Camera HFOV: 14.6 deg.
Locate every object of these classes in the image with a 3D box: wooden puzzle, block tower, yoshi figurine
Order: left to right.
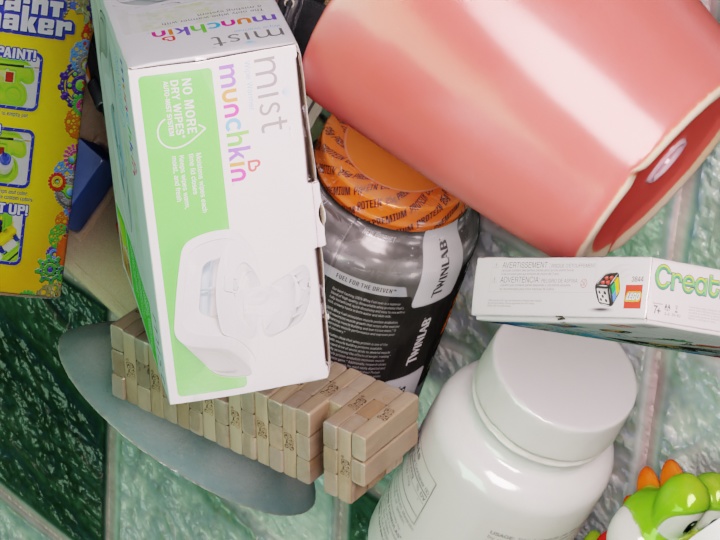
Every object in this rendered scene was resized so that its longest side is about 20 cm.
[{"bbox_3d":[-0.134,-0.067,1.819,0.200,0.046,0.185,42,102,32],"label":"wooden puzzle"},{"bbox_3d":[-0.063,0.073,1.676,0.200,0.058,0.054,23,129,30],"label":"block tower"},{"bbox_3d":[0.164,0.200,1.635,0.112,0.112,0.200,39,136,9],"label":"yoshi figurine"}]

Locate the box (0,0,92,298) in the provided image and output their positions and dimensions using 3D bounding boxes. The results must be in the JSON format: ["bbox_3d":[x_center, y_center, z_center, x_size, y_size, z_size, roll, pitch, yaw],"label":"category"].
[{"bbox_3d":[-0.264,-0.088,1.797,0.200,0.122,0.193,-169,85,-68],"label":"box"}]

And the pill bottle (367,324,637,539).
[{"bbox_3d":[0.086,0.117,1.668,0.114,0.114,0.200,49,140,21],"label":"pill bottle"}]

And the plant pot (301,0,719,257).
[{"bbox_3d":[0.098,-0.109,1.483,0.177,0.200,0.201,42,138,12],"label":"plant pot"}]

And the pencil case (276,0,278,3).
[{"bbox_3d":[-0.055,-0.212,1.687,0.086,0.083,0.201,22,125,32],"label":"pencil case"}]

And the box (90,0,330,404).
[{"bbox_3d":[-0.082,-0.058,1.543,0.177,0.096,0.201,-114,17,-61],"label":"box"}]

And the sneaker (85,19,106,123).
[{"bbox_3d":[-0.125,-0.106,1.756,0.079,0.078,0.201,-7,79,33],"label":"sneaker"}]

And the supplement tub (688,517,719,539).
[{"bbox_3d":[0.264,0.202,1.469,0.200,0.145,0.145,58,143,11],"label":"supplement tub"}]

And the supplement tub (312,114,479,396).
[{"bbox_3d":[0.000,0.000,1.704,0.123,0.122,0.200,46,139,25],"label":"supplement tub"}]

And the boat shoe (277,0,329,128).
[{"bbox_3d":[-0.058,-0.097,1.668,0.062,0.075,0.200,25,118,-10],"label":"boat shoe"}]

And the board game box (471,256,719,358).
[{"bbox_3d":[0.172,0.021,1.444,0.126,0.200,0.035,1,83,50],"label":"board game box"}]

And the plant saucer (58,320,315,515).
[{"bbox_3d":[-0.104,0.084,1.850,0.201,0.201,0.039,43,107,28],"label":"plant saucer"}]
